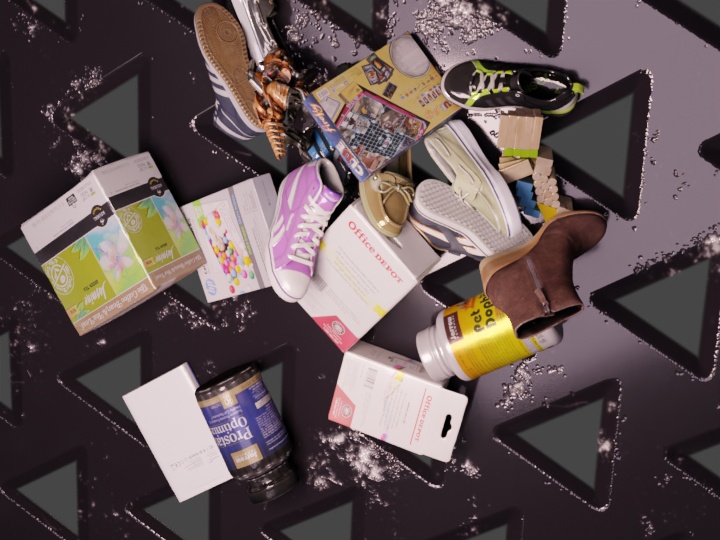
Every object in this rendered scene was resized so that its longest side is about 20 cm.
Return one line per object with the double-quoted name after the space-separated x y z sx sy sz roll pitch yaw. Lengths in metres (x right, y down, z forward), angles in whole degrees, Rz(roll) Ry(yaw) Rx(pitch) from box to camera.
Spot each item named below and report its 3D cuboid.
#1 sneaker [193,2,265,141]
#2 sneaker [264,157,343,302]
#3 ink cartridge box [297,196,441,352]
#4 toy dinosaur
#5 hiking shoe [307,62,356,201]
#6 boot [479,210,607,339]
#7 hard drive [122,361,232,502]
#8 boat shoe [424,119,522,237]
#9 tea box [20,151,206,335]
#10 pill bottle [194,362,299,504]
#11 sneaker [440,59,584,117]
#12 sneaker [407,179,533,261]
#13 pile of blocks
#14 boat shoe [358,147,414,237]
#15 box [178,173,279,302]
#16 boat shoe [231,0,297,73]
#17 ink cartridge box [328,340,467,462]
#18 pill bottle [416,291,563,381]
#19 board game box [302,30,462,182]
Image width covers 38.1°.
-0.196 -0.282 1.524 0.202 0.069 0.108 63 154 -2 "sneaker"
-0.074 -0.063 1.448 0.114 0.072 0.204 -24 57 49 "sneaker"
0.000 0.000 1.516 0.145 0.083 0.200 48 130 3 "ink cartridge box"
-0.107 -0.223 1.440 0.135 0.203 0.102 31 150 -28 "toy dinosaur"
-0.045 -0.203 1.517 0.085 0.074 0.204 9 105 11 "hiking shoe"
0.265 0.007 1.381 0.197 0.167 0.073 -24 125 -1 "boot"
-0.293 0.269 1.723 0.131 0.025 0.202 -27 94 20 "hard drive"
0.156 -0.120 1.445 0.061 0.072 0.202 -25 61 -7 "boat shoe"
-0.378 -0.040 1.599 0.199 0.133 0.199 -28 93 35 "tea box"
-0.173 0.257 1.640 0.111 0.112 0.203 -23 95 19 "pill bottle"
0.206 -0.260 1.420 0.196 0.083 0.073 6 81 10 "sneaker"
0.157 -0.059 1.495 0.198 0.079 0.079 30 153 -6 "sneaker"
0.238 -0.138 1.447 0.081 0.062 0.202 -17 114 16 "pile of blocks"
0.045 -0.144 1.456 0.072 0.204 0.063 22 145 -30 "boat shoe"
-0.184 -0.046 1.564 0.198 0.041 0.158 -13 96 48 "box"
-0.146 -0.373 1.519 0.056 0.069 0.203 -15 103 11 "boat shoe"
0.063 0.198 1.581 0.197 0.067 0.118 20 107 13 "ink cartridge box"
0.183 0.088 1.498 0.198 0.109 0.111 -25 95 20 "pill bottle"
0.034 -0.228 1.435 0.136 0.199 0.035 53 149 0 "board game box"
